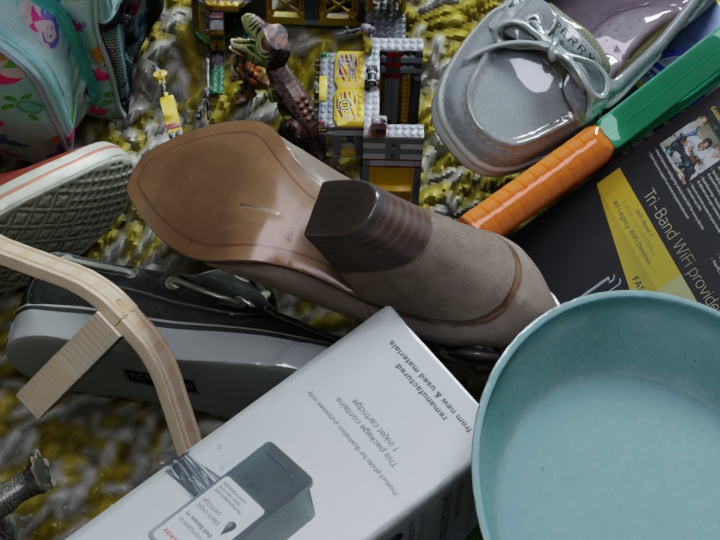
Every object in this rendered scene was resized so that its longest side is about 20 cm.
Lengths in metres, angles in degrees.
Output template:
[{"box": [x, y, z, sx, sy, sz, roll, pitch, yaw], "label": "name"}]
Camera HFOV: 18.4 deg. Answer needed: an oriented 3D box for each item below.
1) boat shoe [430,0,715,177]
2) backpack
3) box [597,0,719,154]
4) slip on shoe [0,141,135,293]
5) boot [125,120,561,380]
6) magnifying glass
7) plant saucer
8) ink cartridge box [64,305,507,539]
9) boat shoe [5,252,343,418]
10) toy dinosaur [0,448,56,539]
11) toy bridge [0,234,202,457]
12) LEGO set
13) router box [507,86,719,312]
[{"box": [0.114, -0.120, 1.064, 0.202, 0.065, 0.075, -37, 83, -25], "label": "boat shoe"}, {"box": [-0.192, -0.154, 1.080, 0.176, 0.200, 0.151, 14, 60, 6], "label": "backpack"}, {"box": [0.195, -0.039, 1.102, 0.070, 0.064, 0.201, -24, 62, -15], "label": "box"}, {"box": [-0.203, -0.018, 1.078, 0.199, 0.074, 0.061, -25, 60, -10], "label": "slip on shoe"}, {"box": [0.000, 0.000, 1.015, 0.199, 0.146, 0.071, 16, 75, 48], "label": "boot"}, {"box": [0.128, -0.073, 1.042, 0.200, 0.080, 0.022, -37, 85, -14], "label": "magnifying glass"}, {"box": [0.127, 0.105, 0.903, 0.199, 0.036, 0.201, 13, 57, -20], "label": "plant saucer"}, {"box": [-0.041, 0.129, 0.951, 0.199, 0.147, 0.083, -35, 67, -19], "label": "ink cartridge box"}, {"box": [-0.067, 0.029, 1.051, 0.198, 0.071, 0.064, 11, 61, 7], "label": "boat shoe"}, {"box": [-0.182, 0.131, 0.949, 0.102, 0.077, 0.200, -21, 17, 21], "label": "toy dinosaur"}, {"box": [-0.127, 0.038, 1.010, 0.200, 0.067, 0.027, 47, 23, 0], "label": "toy bridge"}, {"box": [-0.029, -0.105, 1.102, 0.153, 0.116, 0.201, 8, 59, 3], "label": "LEGO set"}, {"box": [0.162, 0.038, 1.018, 0.157, 0.052, 0.201, -35, 62, 17], "label": "router box"}]
